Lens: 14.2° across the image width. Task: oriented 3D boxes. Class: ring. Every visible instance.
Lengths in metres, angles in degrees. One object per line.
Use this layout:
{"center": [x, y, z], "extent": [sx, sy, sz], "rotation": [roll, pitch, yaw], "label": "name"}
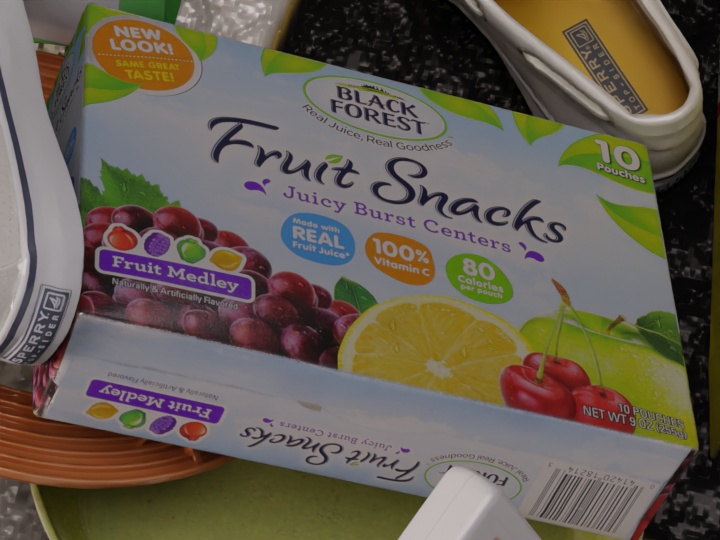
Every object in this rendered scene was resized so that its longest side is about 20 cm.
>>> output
{"center": [-0.103, -0.010, 0.931], "extent": [0.200, 0.019, 0.201], "rotation": [14, 41, -12], "label": "ring"}

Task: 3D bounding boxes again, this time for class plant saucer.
{"center": [-0.008, 0.069, 0.930], "extent": [0.199, 0.031, 0.200], "rotation": [5, 45, -5], "label": "plant saucer"}

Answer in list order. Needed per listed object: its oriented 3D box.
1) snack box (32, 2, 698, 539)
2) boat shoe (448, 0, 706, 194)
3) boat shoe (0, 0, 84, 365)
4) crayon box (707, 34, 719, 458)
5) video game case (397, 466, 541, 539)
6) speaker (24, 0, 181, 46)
{"center": [0.000, 0.000, 0.915], "extent": [0.199, 0.053, 0.143], "rotation": [13, 41, -17], "label": "snack box"}
{"center": [0.053, -0.117, 1.014], "extent": [0.071, 0.070, 0.200], "rotation": [-30, 73, -13], "label": "boat shoe"}
{"center": [-0.150, -0.051, 0.874], "extent": [0.086, 0.075, 0.202], "rotation": [10, 40, -31], "label": "boat shoe"}
{"center": [0.151, -0.047, 0.963], "extent": [0.051, 0.127, 0.201], "rotation": [5, 70, -1], "label": "crayon box"}
{"center": [0.013, 0.181, 0.837], "extent": [0.023, 0.182, 0.200], "rotation": [26, 73, 39], "label": "video game case"}
{"center": [-0.160, -0.131, 1.002], "extent": [0.199, 0.088, 0.089], "rotation": [9, 69, 1], "label": "speaker"}
